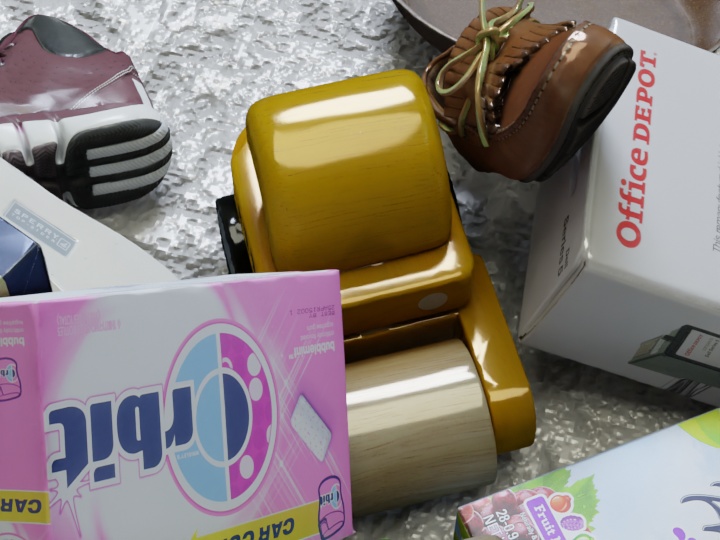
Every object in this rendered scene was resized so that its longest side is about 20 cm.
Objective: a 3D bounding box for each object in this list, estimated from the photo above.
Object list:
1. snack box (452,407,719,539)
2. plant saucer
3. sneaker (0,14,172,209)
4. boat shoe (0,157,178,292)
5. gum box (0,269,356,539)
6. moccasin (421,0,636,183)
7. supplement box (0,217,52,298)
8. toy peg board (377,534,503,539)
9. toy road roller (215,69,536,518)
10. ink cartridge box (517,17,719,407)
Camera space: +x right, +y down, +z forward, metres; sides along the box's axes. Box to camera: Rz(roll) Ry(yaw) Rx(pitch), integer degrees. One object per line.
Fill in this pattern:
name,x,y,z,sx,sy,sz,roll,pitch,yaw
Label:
snack box,0.154,0.170,0.734,0.168,0.068,0.201,-18,61,-13
plant saucer,0.106,-0.150,0.934,0.199,0.032,0.201,5,40,-4
sneaker,-0.205,-0.077,0.889,0.199,0.076,0.116,-8,48,-14
boat shoe,-0.153,0.016,0.819,0.200,0.069,0.072,34,39,-10
gum box,-0.078,0.062,0.665,0.066,0.200,0.114,-3,92,33
moccasin,0.068,-0.088,0.767,0.078,0.201,0.074,40,91,-9
supplement box,-0.233,0.074,0.703,0.134,0.200,0.200,33,62,19
toy peg board,-0.033,0.207,0.668,0.199,0.098,0.200,-11,102,-9
toy road roller,0.000,0.000,0.789,0.122,0.146,0.201,-13,59,-7
ink cartridge box,0.186,-0.014,0.816,0.199,0.084,0.146,18,57,-10
